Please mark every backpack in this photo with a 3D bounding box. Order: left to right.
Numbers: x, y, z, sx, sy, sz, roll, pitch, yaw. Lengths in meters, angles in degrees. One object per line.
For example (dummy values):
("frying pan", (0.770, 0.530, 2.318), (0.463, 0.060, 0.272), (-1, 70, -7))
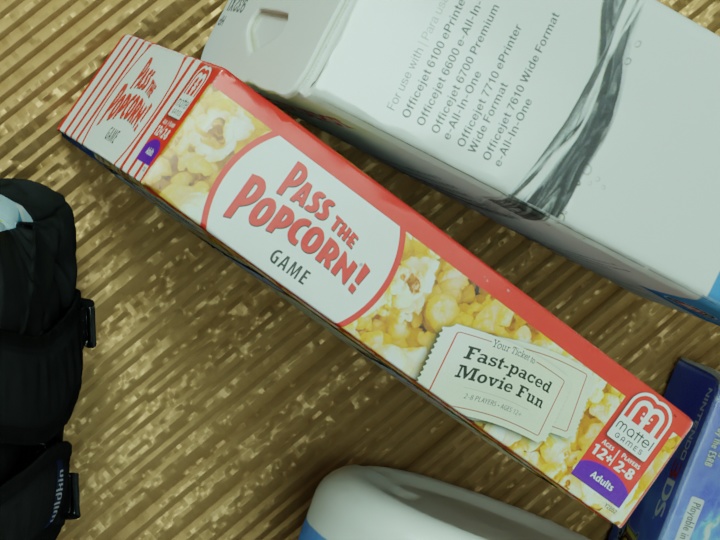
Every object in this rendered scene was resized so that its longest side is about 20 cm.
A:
("backpack", (-0.159, 0.052, 0.722), (0.153, 0.200, 0.164), (8, 98, -8))

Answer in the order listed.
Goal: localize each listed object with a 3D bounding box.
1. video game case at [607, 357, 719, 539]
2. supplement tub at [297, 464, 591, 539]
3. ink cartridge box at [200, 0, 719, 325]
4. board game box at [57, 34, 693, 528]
("video game case", (0.175, 0.159, 0.927), (0.181, 0.045, 0.201), (20, 93, -20))
("supplement tub", (0.015, 0.183, 0.836), (0.132, 0.132, 0.201), (19, 93, -19))
("ink cartridge box", (0.061, -0.058, 0.800), (0.200, 0.145, 0.084), (26, 90, -19))
("board game box", (0.000, 0.000, 0.789), (0.200, 0.151, 0.046), (36, 88, -20))
